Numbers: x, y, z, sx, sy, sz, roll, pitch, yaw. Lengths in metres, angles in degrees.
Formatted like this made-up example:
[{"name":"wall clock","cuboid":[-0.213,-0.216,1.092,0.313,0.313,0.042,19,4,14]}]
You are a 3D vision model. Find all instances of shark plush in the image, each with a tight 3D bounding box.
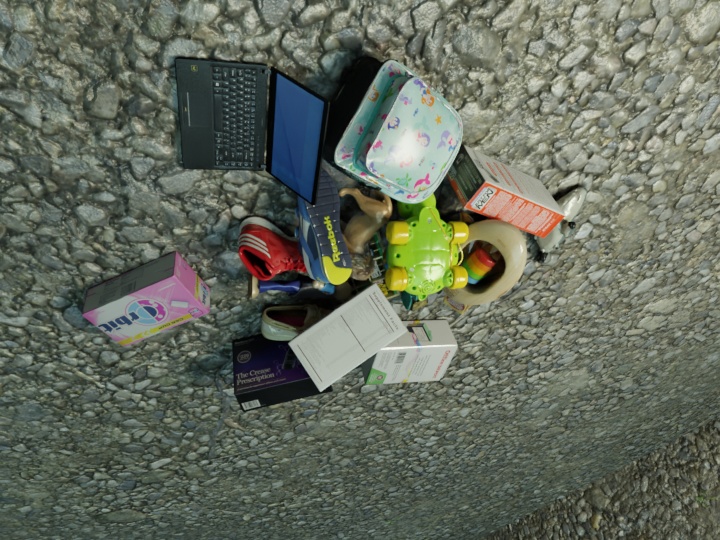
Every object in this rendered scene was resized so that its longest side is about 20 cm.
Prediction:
[{"name":"shark plush","cuboid":[0.412,-0.078,1.073,0.083,0.091,0.201,-34,138,-26]}]

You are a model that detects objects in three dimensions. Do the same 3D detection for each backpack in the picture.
[{"name":"backpack","cuboid":[0.058,-0.196,0.774,0.199,0.150,0.178,24,99,-43]}]

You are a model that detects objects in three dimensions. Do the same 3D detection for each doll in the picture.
[{"name":"doll","cuboid":[-0.112,0.033,0.995,0.198,0.049,0.136,2,176,-19]}]

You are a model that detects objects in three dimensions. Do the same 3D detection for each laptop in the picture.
[{"name":"laptop","cuboid":[-0.159,-0.193,0.749,0.198,0.104,0.178,-1,135,-16]}]

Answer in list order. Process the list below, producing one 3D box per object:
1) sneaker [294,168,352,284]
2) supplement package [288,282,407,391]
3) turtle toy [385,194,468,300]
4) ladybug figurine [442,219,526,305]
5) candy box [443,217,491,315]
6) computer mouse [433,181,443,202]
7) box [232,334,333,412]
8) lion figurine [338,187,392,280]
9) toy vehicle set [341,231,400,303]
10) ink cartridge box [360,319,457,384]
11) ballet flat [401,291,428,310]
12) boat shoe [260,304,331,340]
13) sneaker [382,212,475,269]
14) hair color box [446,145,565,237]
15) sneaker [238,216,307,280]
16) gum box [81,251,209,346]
[{"name":"sneaker","cuboid":[-0.076,-0.073,0.870,0.074,0.202,0.082,-10,-179,-38]},{"name":"supplement package","cuboid":[-0.023,0.124,1.011,0.199,0.114,0.110,-34,179,-1]},{"name":"turtle toy","cuboid":[0.102,-0.049,0.889,0.144,0.101,0.202,0,93,-16]},{"name":"ladybug figurine","cuboid":[0.216,-0.017,0.927,0.136,0.072,0.200,46,134,3]},{"name":"candy box","cuboid":[0.243,-0.016,1.048,0.115,0.055,0.201,-35,152,-39]},{"name":"computer mouse","cuboid":[0.108,-0.104,0.973,0.058,0.034,0.201,-1,136,-17]},{"name":"box","cuboid":[-0.171,0.207,1.131,0.198,0.142,0.079,-13,135,-4]},{"name":"lion figurine","cuboid":[0.004,-0.078,0.903,0.072,0.122,0.200,-37,166,-48]},{"name":"toy vehicle set","cuboid":[0.000,0.000,1.052,0.123,0.027,0.201,-20,137,4]},{"name":"ink cartridge box","cuboid":[0.111,0.196,1.245,0.198,0.084,0.145,0,135,-16]},{"name":"ballet flat","cuboid":[0.123,0.034,1.062,0.070,0.071,0.200,-13,163,-4]},{"name":"boat shoe","cuboid":[-0.110,0.106,1.091,0.198,0.074,0.070,-2,137,-9]},{"name":"sneaker","cuboid":[0.135,-0.035,1.003,0.199,0.076,0.088,-22,151,-12]},{"name":"hair color box","cuboid":[0.257,-0.138,0.927,0.199,0.111,0.064,16,128,-29]},{"name":"sneaker","cuboid":[-0.128,-0.009,0.918,0.199,0.116,0.079,21,129,-18]},{"name":"gum box","cuboid":[-0.396,0.059,0.962,0.199,0.066,0.114,-22,135,6]}]
